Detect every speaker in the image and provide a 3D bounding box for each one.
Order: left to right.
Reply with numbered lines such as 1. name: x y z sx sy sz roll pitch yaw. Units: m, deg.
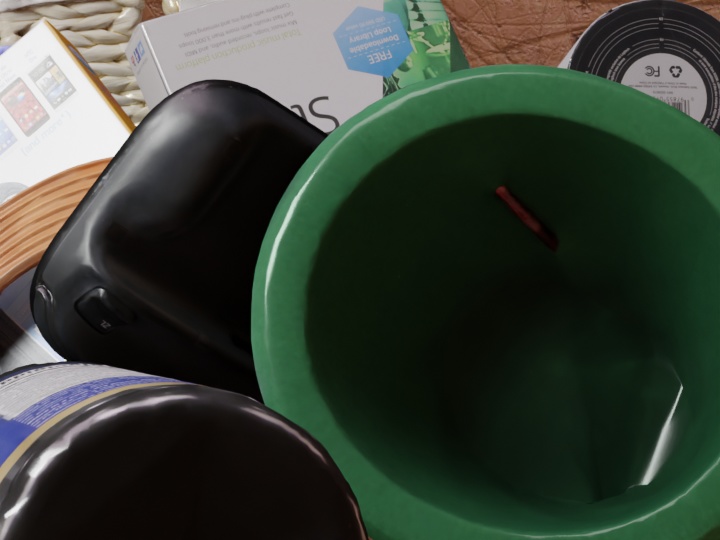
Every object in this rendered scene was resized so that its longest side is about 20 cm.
1. speaker: 0.103 -0.047 1.218 0.081 0.081 0.200 -17 -8 -11

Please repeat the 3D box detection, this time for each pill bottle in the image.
1. pill bottle: -0.077 0.084 0.848 0.112 0.112 0.200 -18 6 -18

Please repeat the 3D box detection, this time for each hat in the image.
1. hat: 0.067 0.042 0.966 0.200 0.166 0.176 25 -12 8

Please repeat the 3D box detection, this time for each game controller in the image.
1. game controller: -0.012 0.017 0.954 0.200 0.104 0.042 32 0 -38

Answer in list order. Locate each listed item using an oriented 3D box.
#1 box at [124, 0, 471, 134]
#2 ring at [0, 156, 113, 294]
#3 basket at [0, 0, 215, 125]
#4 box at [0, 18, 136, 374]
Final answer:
1. box: -0.002 -0.037 1.313 0.144 0.200 0.036 -19 -11 -22
2. ring: -0.107 0.049 1.067 0.200 0.201 0.019 -12 -35 29
3. basket: -0.095 -0.084 1.441 0.198 0.161 0.200 -8 3 -16
4. box: -0.124 -0.005 1.155 0.119 0.200 0.041 -40 -23 2
